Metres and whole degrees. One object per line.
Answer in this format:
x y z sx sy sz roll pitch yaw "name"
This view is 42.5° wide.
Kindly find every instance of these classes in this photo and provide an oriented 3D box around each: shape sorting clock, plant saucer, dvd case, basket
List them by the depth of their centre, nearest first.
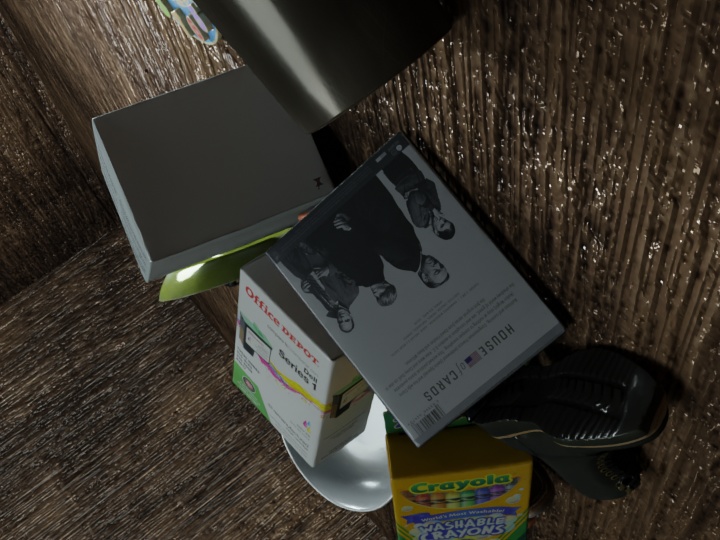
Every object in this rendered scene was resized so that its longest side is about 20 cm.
-0.047 -0.193 0.546 0.200 0.136 0.180 52 170 -12 "basket"
0.040 0.014 0.728 0.200 0.150 0.025 51 -168 9 "dvd case"
-0.212 -0.318 0.958 0.200 0.039 0.200 49 166 17 "shape sorting clock"
-0.151 -0.013 1.109 0.031 0.200 0.200 71 164 -7 "plant saucer"

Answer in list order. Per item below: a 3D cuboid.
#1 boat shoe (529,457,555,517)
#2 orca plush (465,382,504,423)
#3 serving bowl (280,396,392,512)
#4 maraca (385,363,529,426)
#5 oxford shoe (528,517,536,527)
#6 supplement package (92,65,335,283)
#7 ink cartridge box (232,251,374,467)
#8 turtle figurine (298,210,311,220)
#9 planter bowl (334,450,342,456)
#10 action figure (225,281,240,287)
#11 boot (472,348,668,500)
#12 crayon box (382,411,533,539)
0.123 0.195 1.003 0.200 0.076 0.072 31 167 45 "boat shoe"
0.027 0.051 0.779 0.200 0.071 0.105 51 149 23 "orca plush"
-0.008 0.178 1.090 0.200 0.066 0.200 15 114 38 "serving bowl"
0.089 0.099 0.869 0.137 0.107 0.200 49 140 8 "maraca"
0.133 0.211 1.085 0.200 0.071 0.073 38 145 27 "oxford shoe"
-0.156 -0.096 0.950 0.147 0.191 0.200 67 165 1 "supplement package"
-0.056 0.086 0.963 0.145 0.084 0.200 43 145 25 "ink cartridge box"
0.000 0.000 0.986 0.161 0.064 0.200 45 157 2 "turtle figurine"
0.022 0.179 1.212 0.083 0.200 0.200 -32 95 41 "planter bowl"
-0.145 -0.049 1.281 0.200 0.102 0.119 -29 90 50 "action figure"
0.192 0.129 0.708 0.138 0.078 0.200 39 164 -15 "boot"
0.091 0.198 0.856 0.200 0.126 0.052 81 -178 -47 "crayon box"
